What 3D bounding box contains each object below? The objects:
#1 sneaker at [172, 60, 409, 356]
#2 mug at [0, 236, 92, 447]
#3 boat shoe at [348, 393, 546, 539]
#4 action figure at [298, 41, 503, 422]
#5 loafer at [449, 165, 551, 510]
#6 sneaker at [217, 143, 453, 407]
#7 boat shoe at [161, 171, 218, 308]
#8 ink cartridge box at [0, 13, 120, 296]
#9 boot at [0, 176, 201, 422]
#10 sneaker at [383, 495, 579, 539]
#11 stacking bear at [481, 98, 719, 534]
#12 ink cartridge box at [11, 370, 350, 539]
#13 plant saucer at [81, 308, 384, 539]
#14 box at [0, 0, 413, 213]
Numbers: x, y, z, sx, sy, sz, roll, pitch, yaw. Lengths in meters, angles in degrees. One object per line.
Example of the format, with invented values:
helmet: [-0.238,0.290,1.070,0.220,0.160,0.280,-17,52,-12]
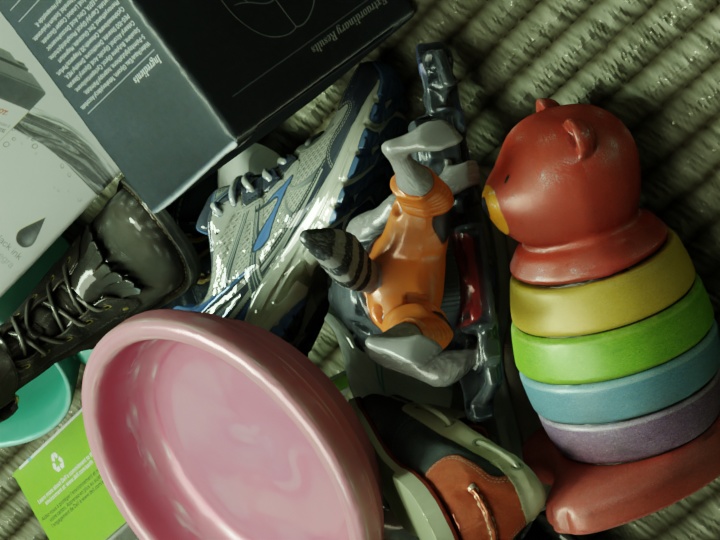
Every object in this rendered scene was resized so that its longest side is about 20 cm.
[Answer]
sneaker: [-0.045,-0.031,1.601,0.085,0.077,0.201,30,100,15]
mug: [-0.235,0.028,1.880,0.184,0.115,0.152,16,142,-11]
boat shoe: [0.042,0.103,1.563,0.071,0.062,0.200,64,173,-16]
action figure: [0.016,-0.023,1.508,0.194,0.104,0.201,99,163,-79]
loafer: [0.081,0.037,1.604,0.072,0.063,0.201,14,113,54]
sneaker: [0.000,0.000,1.663,0.201,0.070,0.080,50,128,-2]
boat shoe: [-0.093,-0.025,1.735,0.091,0.071,0.200,45,150,8]
ink cartridge box: [-0.209,-0.091,1.656,0.145,0.200,0.084,45,176,-20]
boot: [-0.186,0.038,1.682,0.069,0.174,0.200,50,153,8]
sneaker: [0.054,0.133,1.670,0.199,0.077,0.082,27,157,-1]
stacking bear: [0.120,0.012,1.500,0.122,0.113,0.201,-112,6,-72]
ink cartridge box: [-0.094,0.086,1.754,0.076,0.147,0.200,57,136,10]
plant saucer: [-0.062,0.103,1.582,0.200,0.051,0.201,25,134,29]
box: [-0.098,-0.161,1.556,0.200,0.148,0.107,53,144,-1]
